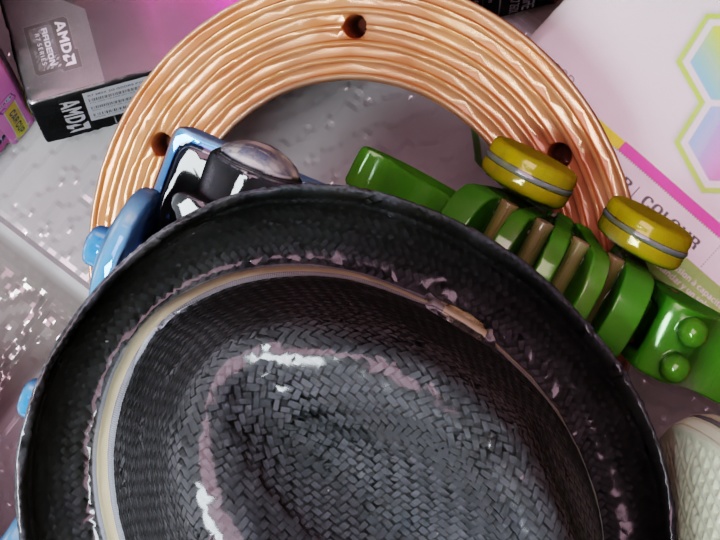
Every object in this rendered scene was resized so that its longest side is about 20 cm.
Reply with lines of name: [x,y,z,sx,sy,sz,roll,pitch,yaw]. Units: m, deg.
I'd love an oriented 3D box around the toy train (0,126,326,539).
toy train: [-0.059,0.050,0.838,0.086,0.114,0.201,22,101,7]

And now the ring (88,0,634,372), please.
ring: [0.000,0.000,0.885,0.200,0.019,0.201,2,97,19]

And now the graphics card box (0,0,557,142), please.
graphics card box: [-0.037,-0.134,0.941,0.199,0.051,0.126,-15,77,-2]

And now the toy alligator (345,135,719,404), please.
toy alligator: [0.085,0.014,0.817,0.200,0.054,0.059,28,101,0]

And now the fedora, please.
fedora: [0.002,0.072,0.724,0.200,0.092,0.201,0,90,-9]

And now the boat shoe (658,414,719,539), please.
boat shoe: [0.123,0.086,0.815,0.062,0.200,0.075,0,80,0]

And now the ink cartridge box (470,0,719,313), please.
ink cartridge box: [0.155,-0.074,0.908,0.148,0.076,0.200,41,85,10]

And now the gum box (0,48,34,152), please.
gum box: [-0.192,-0.125,0.922,0.066,0.114,0.200,-30,78,-3]
